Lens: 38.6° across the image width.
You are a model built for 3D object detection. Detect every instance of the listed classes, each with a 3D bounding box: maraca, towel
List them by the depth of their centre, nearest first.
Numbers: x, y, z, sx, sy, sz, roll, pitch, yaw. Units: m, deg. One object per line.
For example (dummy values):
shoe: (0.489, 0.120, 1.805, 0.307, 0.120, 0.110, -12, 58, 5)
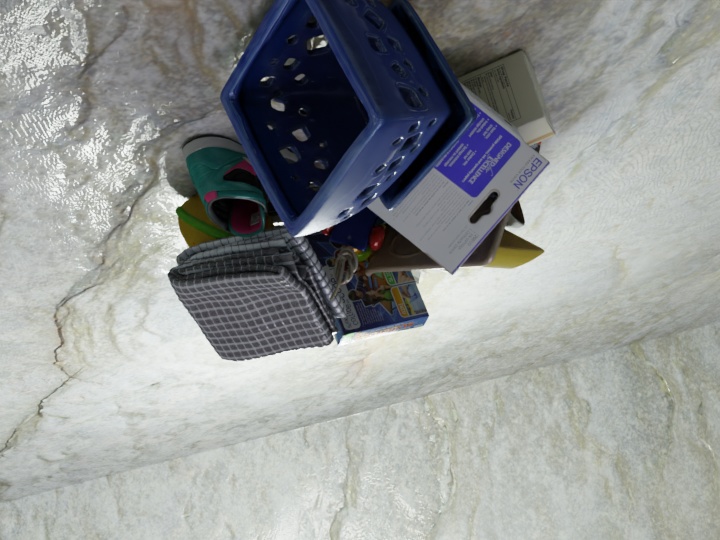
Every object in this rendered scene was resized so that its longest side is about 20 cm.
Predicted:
towel: (-0.137, 0.038, 1.371, 0.199, 0.086, 0.166, -9, 129, 26)
maraca: (-0.166, -0.048, 1.442, 0.199, 0.107, 0.137, 24, -169, 4)

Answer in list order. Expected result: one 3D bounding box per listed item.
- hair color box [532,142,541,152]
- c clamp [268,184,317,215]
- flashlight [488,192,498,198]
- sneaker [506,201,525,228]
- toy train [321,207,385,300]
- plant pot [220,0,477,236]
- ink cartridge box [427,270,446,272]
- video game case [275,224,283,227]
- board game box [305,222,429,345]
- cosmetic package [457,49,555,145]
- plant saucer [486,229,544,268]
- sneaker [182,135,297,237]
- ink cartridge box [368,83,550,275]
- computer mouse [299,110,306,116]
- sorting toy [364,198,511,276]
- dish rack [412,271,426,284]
hair color box: (0.163, -0.143, 1.504, 0.111, 0.064, 0.200, 24, 150, -15)
c clamp: (-0.081, -0.120, 1.512, 0.199, 0.027, 0.171, -10, 166, -22)
flashlight: (0.119, -0.142, 1.412, 0.199, 0.068, 0.068, 3, 140, 31)
sneaker: (0.198, -0.114, 1.689, 0.084, 0.073, 0.200, -22, 150, 29)
toy train: (-0.009, -0.039, 1.407, 0.084, 0.201, 0.116, 17, 165, 8)
plant pot: (-0.005, -0.177, 1.102, 0.179, 0.200, 0.200, -9, 153, -41)
ink cartridge box: (0.141, -0.017, 1.751, 0.199, 0.048, 0.146, 19, 178, -7)
video game case: (-0.098, -0.025, 1.561, 0.182, 0.200, 0.023, -5, 115, -28)
board game box: (0.000, 0.000, 1.469, 0.135, 0.201, 0.034, -11, 153, -20)
cosmetic package: (0.141, -0.193, 1.340, 0.199, 0.106, 0.071, -19, 160, 18)
plant saucer: (0.160, -0.053, 1.652, 0.199, 0.200, 0.049, 4, 111, -44)
sneaker: (-0.136, -0.103, 1.350, 0.200, 0.121, 0.084, 4, 154, -44)
ink cartridge box: (0.100, -0.128, 1.288, 0.198, 0.200, 0.043, -50, -176, 23)
computer mouse: (-0.008, -0.193, 1.315, 0.109, 0.044, 0.200, -20, 162, 10)
sorting toy: (0.118, -0.059, 1.417, 0.199, 0.185, 0.037, -7, 128, 31)
dish rack: (0.014, -0.005, 1.744, 0.171, 0.044, 0.200, 11, 177, 16)
